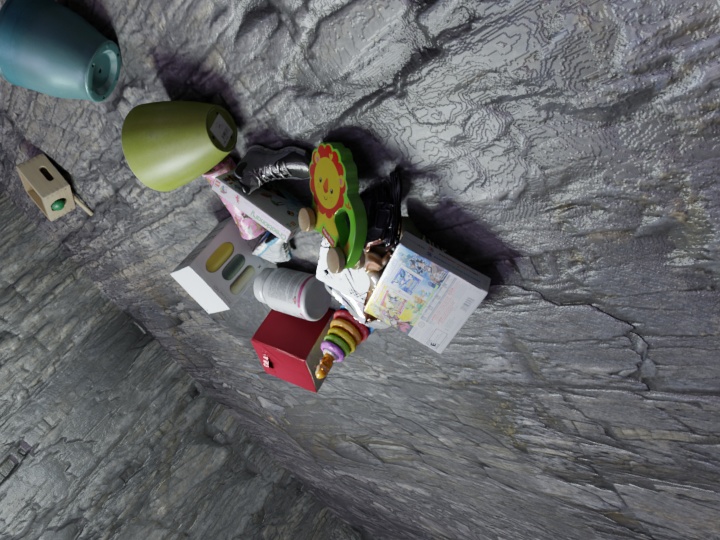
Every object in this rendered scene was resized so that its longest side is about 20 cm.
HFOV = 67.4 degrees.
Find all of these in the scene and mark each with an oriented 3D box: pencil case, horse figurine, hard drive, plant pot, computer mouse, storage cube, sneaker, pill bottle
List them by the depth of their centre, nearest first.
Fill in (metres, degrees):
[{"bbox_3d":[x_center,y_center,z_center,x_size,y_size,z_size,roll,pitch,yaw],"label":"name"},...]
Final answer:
[{"bbox_3d":[0.030,-0.095,1.019,0.052,0.142,0.199,10,168,-28],"label":"computer mouse"},{"bbox_3d":[0.141,-0.025,1.029,0.088,0.068,0.202,-10,122,35],"label":"sneaker"},{"bbox_3d":[-0.184,-0.192,1.094,0.197,0.116,0.076,12,141,37],"label":"sneaker"},{"bbox_3d":[0.052,0.008,1.101,0.130,0.050,0.204,-6,109,23],"label":"horse figurine"},{"bbox_3d":[-0.361,-0.278,1.138,0.196,0.189,0.189,-6,131,29],"label":"plant pot"},{"bbox_3d":[-0.631,-0.462,1.159,0.184,0.203,0.201,21,149,-2],"label":"plant pot"},{"bbox_3d":[0.000,0.000,1.183,0.197,0.042,0.137,25,128,15],"label":"hard drive"},{"bbox_3d":[-0.291,-0.170,1.271,0.085,0.084,0.202,-22,125,7],"label":"pencil case"},{"bbox_3d":[0.004,0.060,1.271,0.198,0.077,0.081,35,139,4],"label":"sneaker"},{"bbox_3d":[-0.196,-0.065,1.330,0.086,0.076,0.199,35,156,-16],"label":"sneaker"},{"bbox_3d":[-0.181,0.055,1.413,0.197,0.114,0.115,12,141,36],"label":"pill bottle"},{"bbox_3d":[-0.172,0.205,1.522,0.176,0.202,0.173,15,143,23],"label":"storage cube"}]

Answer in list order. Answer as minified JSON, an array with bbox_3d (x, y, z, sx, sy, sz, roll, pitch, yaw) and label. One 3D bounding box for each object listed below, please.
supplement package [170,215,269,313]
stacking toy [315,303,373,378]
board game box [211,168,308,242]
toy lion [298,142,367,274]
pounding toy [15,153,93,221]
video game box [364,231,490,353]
[{"bbox_3d":[-0.360,-0.016,1.423,0.152,0.201,0.149,49,147,-20],"label":"supplement package"},{"bbox_3d":[-0.058,0.191,1.373,0.109,0.201,0.116,35,150,2],"label":"stacking toy"},{"bbox_3d":[-0.204,-0.149,1.162,0.198,0.126,0.035,36,121,5],"label":"board game box"},{"bbox_3d":[-0.044,-0.127,0.999,0.201,0.067,0.194,54,139,36],"label":"toy lion"},{"bbox_3d":[-1.089,-0.283,1.937,0.200,0.142,0.184,47,149,6],"label":"pounding toy"},{"bbox_3d":[0.119,0.047,1.020,0.179,0.047,0.202,27,134,0],"label":"video game box"}]
